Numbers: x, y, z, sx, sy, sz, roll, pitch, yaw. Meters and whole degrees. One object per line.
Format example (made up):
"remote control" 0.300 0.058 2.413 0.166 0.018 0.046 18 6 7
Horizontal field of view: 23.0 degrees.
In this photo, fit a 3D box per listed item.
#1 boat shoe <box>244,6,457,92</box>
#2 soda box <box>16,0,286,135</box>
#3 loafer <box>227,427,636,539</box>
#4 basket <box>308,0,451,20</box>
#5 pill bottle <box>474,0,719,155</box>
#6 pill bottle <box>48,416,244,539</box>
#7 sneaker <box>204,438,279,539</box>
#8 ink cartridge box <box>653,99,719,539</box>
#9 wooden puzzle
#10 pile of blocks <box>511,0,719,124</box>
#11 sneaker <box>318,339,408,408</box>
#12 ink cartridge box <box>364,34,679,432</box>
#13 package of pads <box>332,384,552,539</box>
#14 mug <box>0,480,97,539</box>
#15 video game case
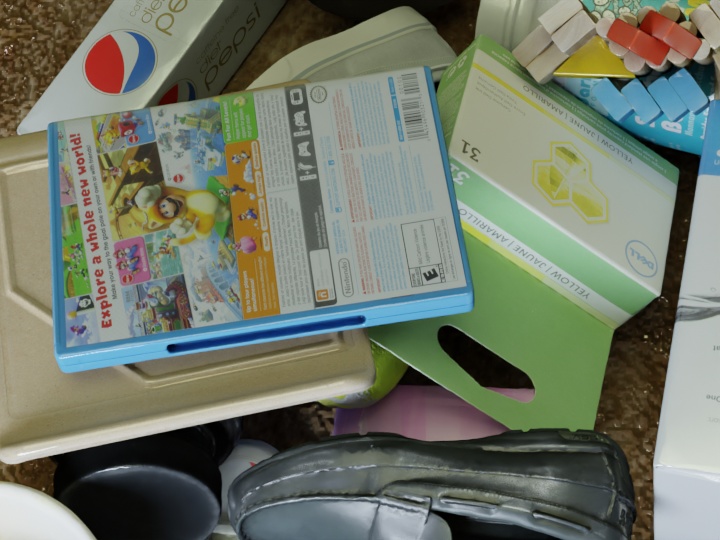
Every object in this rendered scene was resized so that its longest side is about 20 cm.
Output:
"boat shoe" -0.010 -0.086 1.012 0.068 0.072 0.199 42 41 16
"soda box" -0.121 -0.132 1.079 0.063 0.068 0.201 27 72 20
"loafer" 0.033 0.119 0.850 0.198 0.068 0.071 -3 54 6
"basket" 0.009 -0.266 1.067 0.135 0.180 0.202 -11 68 15
"pill bottle" 0.169 -0.129 1.007 0.198 0.111 0.112 14 68 16
"pill bottle" -0.118 0.046 0.947 0.111 0.112 0.201 -9 49 5
"sneaker" -0.063 0.174 0.911 0.070 0.094 0.202 0 65 9
"ink cartridge box" 0.204 0.038 0.903 0.083 0.145 0.202 8 66 13
"wooden puzzle" -0.097 -0.002 0.885 0.183 0.037 0.201 -11 55 -3
"pile of blocks" 0.175 -0.107 0.915 0.198 0.062 0.083 -2 92 16
"sneaker" 0.000 0.000 0.967 0.104 0.076 0.200 7 29 27
"ink cartridge box" 0.090 -0.013 0.929 0.145 0.048 0.201 32 44 -15
"package of pads" 0.038 0.155 0.913 0.119 0.076 0.202 1 64 15
"mug" -0.181 0.187 0.891 0.149 0.153 0.187 -31 63 -6
"video game case" -0.053 -0.028 0.865 0.198 0.018 0.144 -8 56 -1
